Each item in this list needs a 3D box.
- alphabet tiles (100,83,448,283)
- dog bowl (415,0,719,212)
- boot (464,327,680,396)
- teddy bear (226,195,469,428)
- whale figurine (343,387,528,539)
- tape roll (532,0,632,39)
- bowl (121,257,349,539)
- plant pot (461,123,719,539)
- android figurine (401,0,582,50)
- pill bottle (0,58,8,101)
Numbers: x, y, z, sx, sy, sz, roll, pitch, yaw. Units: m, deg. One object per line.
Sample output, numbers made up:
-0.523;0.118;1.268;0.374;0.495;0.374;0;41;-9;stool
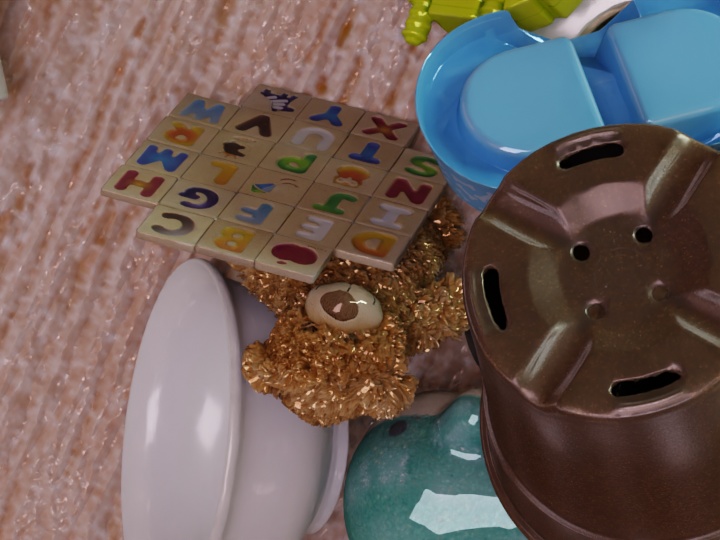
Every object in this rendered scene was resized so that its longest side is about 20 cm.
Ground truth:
-0.041;-0.051;1.507;0.166;0.200;0.006;15;121;12;alphabet tiles
0.127;-0.087;1.423;0.199;0.050;0.112;-14;60;-6;dog bowl
0.164;0.060;1.494;0.200;0.138;0.078;37;60;-2;boot
0.000;0.000;1.504;0.145;0.200;0.067;41;127;5;teddy bear
0.081;0.137;1.503;0.199;0.104;0.159;1;132;31;whale figurine
0.166;-0.097;1.513;0.202;0.071;0.203;2;97;13;tape roll
-0.064;0.097;1.553;0.090;0.201;0.202;7;100;-20;bowl
0.141;0.036;1.352;0.200;0.198;0.201;-5;66;11;plant pot
0.080;-0.208;1.489;0.182;0.041;0.201;13;74;35;android figurine
-0.271;-0.187;1.590;0.109;0.110;0.201;-12;94;15;pill bottle
